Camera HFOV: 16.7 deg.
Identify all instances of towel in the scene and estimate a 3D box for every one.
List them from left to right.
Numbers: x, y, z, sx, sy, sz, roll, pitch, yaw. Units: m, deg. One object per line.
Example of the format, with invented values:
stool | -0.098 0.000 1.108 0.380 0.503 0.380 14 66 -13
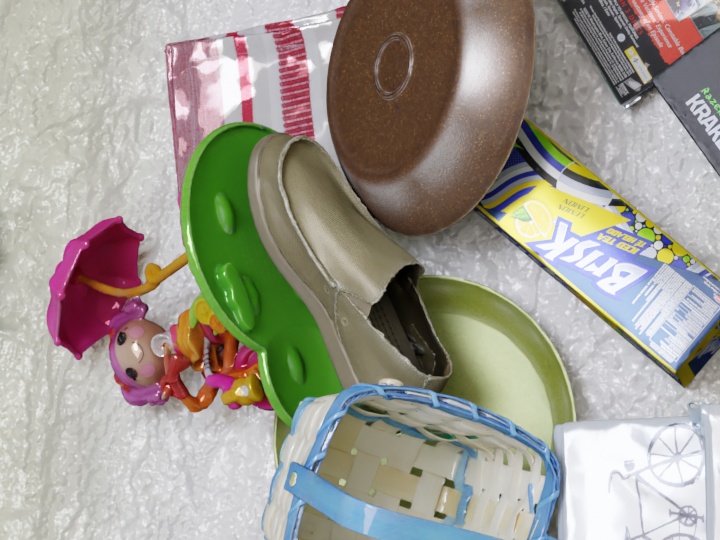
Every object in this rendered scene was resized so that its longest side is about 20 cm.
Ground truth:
towel | -0.031 -0.099 1.615 0.199 0.023 0.145 -11 77 15

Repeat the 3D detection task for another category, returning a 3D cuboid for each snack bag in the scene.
snack bag | 0.201 0.168 1.407 0.198 0.021 0.190 -3 80 20

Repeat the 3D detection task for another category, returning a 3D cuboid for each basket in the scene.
basket | 0.035 0.140 1.405 0.200 0.175 0.140 26 96 64

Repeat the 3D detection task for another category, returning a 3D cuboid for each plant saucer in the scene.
plant saucer | 0.032 -0.123 1.510 0.200 0.036 0.202 -19 67 53
plant saucer | 0.043 0.104 1.548 0.198 0.031 0.202 -3 79 17

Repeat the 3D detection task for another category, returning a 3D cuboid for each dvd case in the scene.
dvd case | 0.211 -0.216 1.537 0.199 0.022 0.147 -33 91 10

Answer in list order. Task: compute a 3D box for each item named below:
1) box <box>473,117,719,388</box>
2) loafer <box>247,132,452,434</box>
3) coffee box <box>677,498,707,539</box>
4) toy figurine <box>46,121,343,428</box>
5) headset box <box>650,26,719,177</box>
box | 0.142 -0.018 1.513 0.200 0.070 0.064 42 91 17
loafer | 0.000 0.000 1.507 0.067 0.076 0.201 -26 93 38
coffee box | 0.302 0.151 1.430 0.199 0.080 0.114 -27 72 12
toy figurine | -0.115 0.027 1.567 0.183 0.150 0.201 -18 90 37
headset box | 0.307 -0.098 1.464 0.199 0.093 0.175 -36 76 8
